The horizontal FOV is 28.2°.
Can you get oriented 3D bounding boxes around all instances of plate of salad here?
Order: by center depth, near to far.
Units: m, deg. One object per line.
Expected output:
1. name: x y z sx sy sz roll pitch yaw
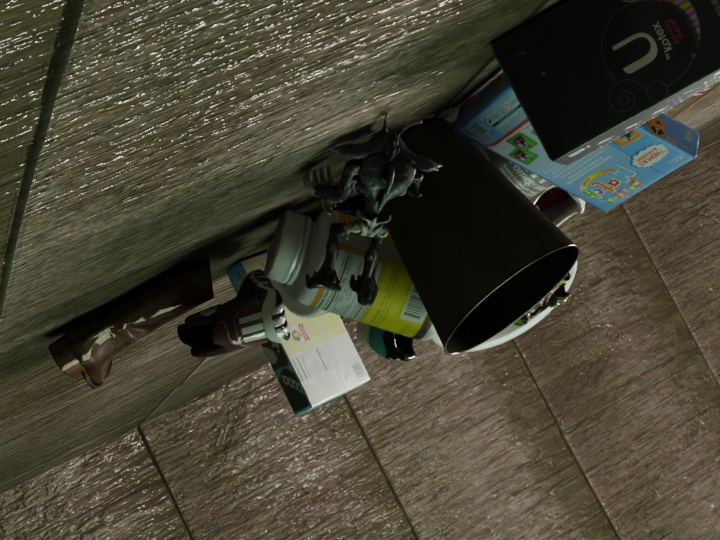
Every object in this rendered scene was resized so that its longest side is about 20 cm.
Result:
1. plate of salad: 0.172 0.035 1.692 0.199 0.048 0.201 -18 142 -15

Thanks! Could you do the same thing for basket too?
1. basket: 0.102 -0.045 1.495 0.180 0.200 0.136 -46 156 27

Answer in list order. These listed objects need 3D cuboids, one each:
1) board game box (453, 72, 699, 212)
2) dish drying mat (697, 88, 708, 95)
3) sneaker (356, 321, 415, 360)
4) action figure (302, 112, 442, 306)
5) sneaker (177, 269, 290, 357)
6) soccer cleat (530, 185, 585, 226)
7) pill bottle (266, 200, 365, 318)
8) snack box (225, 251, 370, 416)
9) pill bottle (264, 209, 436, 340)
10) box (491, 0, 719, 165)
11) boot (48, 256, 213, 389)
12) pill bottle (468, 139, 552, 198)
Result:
1. board game box: 0.219 -0.141 1.466 0.151 0.199 0.037 -35 -147 54
2. dish drying mat: 0.293 -0.199 1.636 0.199 0.018 0.077 1 -168 39
3. sneaker: 0.058 0.011 1.684 0.071 0.080 0.201 -10 119 -48
4. action figure: 0.002 -0.072 1.406 0.118 0.102 0.201 6 116 -27
5. sneaker: -0.149 0.050 1.595 0.115 0.076 0.200 -15 -174 -9
6. soccer cleat: 0.173 -0.061 1.683 0.199 0.070 0.086 -27 -150 17
7. pill bottle: -0.009 -0.022 1.747 0.200 0.111 0.111 -22 172 -42
8. snack box: -0.077 0.069 1.788 0.037 0.201 0.116 -31 173 42
9. pill bottle: 0.000 0.000 1.581 0.199 0.110 0.109 18 162 -11
10. box: 0.237 -0.195 1.293 0.199 0.123 0.106 -30 175 15
11. boot: -0.243 0.056 1.643 0.200 0.064 0.186 -32 177 -1
12. pill bottle: 0.206 -0.154 1.587 0.200 0.111 0.111 -31 174 30
